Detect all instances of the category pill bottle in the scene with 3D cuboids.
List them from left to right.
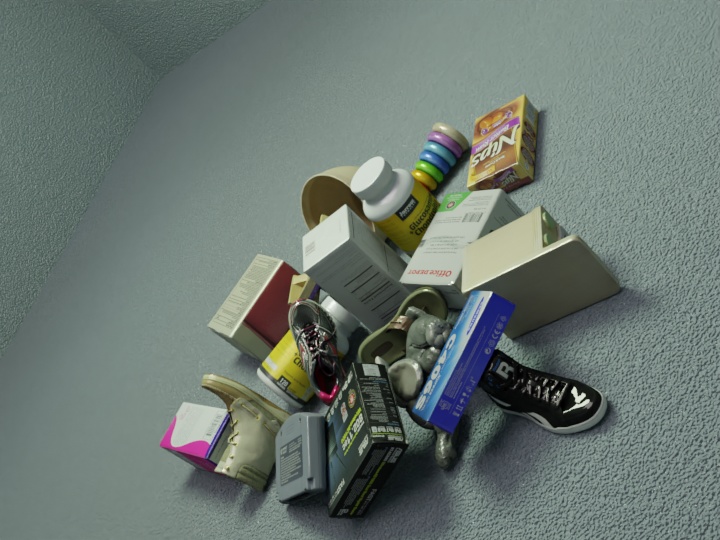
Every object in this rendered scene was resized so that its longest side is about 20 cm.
[{"bbox_3d":[-0.093,0.150,1.648,0.200,0.112,0.112,-51,30,-3],"label":"pill bottle"},{"bbox_3d":[0.077,-0.115,1.625,0.112,0.200,0.112,-33,33,26],"label":"pill bottle"}]

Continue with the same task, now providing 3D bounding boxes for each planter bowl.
[{"bbox_3d":[-0.007,-0.132,1.807,0.200,0.201,0.135,-9,22,48],"label":"planter bowl"}]

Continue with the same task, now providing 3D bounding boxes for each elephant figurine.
[{"bbox_3d":[0.105,0.176,1.356,0.155,0.141,0.201,-160,93,-88],"label":"elephant figurine"}]

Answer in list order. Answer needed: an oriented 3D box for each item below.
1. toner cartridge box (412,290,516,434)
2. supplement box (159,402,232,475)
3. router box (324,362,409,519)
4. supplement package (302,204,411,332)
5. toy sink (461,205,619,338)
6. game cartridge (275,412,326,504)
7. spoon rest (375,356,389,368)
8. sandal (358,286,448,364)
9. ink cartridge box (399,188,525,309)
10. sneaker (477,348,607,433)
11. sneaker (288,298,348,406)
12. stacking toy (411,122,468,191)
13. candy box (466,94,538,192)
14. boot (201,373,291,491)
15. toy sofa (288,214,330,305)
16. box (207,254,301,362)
[{"bbox_3d":[0.145,0.126,1.244,0.201,0.043,0.095,-63,9,-6],"label":"toner cartridge box"},{"bbox_3d":[-0.289,0.330,1.711,0.200,0.103,0.102,-2,55,51],"label":"supplement box"},{"bbox_3d":[-0.004,0.262,1.342,0.150,0.062,0.200,-107,32,-44],"label":"router box"},{"bbox_3d":[0.000,0.000,1.609,0.109,0.200,0.114,-35,31,20],"label":"supplement package"},{"bbox_3d":[0.271,-0.007,1.330,0.200,0.130,0.112,-29,35,32],"label":"toy sink"},{"bbox_3d":[-0.099,0.305,1.441,0.200,0.041,0.134,135,139,-62],"label":"game cartridge"},{"bbox_3d":[-0.002,0.240,1.494,0.200,0.060,0.099,-54,26,19],"label":"spoon rest"},{"bbox_3d":[0.074,0.110,1.503,0.201,0.080,0.057,-46,5,24],"label":"sandal"},{"bbox_3d":[0.177,-0.036,1.532,0.146,0.084,0.201,2,57,54],"label":"ink cartridge box"},{"bbox_3d":[0.230,0.161,1.207,0.200,0.112,0.073,0,56,53],"label":"sneaker"},{"bbox_3d":[-0.071,0.141,1.552,0.080,0.201,0.075,-24,-12,3],"label":"sneaker"},{"bbox_3d":[0.135,-0.198,1.788,0.200,0.085,0.085,-57,30,-5],"label":"stacking toy"},{"bbox_3d":[0.271,-0.232,1.665,0.116,0.056,0.201,-24,39,35],"label":"candy box"},{"bbox_3d":[-0.227,0.291,1.587,0.155,0.200,0.072,-60,9,-16],"label":"boot"},{"bbox_3d":[-0.066,-0.006,1.741,0.083,0.097,0.200,-85,18,-46],"label":"toy sofa"},{"bbox_3d":[-0.213,0.079,1.891,0.200,0.109,0.128,-56,31,-12],"label":"box"}]
